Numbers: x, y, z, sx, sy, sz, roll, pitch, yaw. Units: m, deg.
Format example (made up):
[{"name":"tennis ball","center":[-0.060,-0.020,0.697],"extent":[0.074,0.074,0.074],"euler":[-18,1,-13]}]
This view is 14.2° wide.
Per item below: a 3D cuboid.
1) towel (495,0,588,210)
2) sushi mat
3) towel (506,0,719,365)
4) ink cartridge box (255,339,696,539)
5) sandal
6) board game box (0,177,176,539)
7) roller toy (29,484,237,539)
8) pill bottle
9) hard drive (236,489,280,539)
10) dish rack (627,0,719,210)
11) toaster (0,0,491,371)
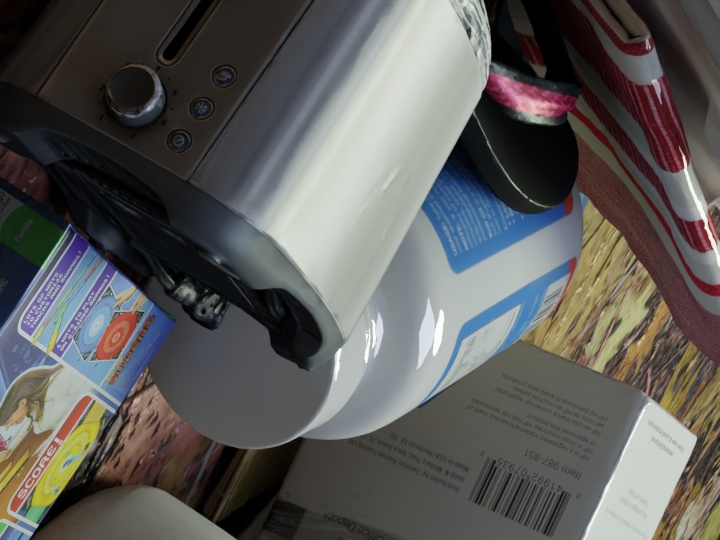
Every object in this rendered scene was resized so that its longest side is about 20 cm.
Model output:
[{"name":"towel","center":[0.090,-0.080,1.303],"extent":[0.112,0.048,0.201],"euler":[-41,152,-53]},{"name":"sushi mat","center":[-0.008,0.020,1.301],"extent":[0.200,0.012,0.096],"euler":[-63,164,19]},{"name":"towel","center":[0.097,-0.063,1.148],"extent":[0.023,0.144,0.200],"euler":[-31,139,-5]},{"name":"ink cartridge box","center":[0.038,0.129,1.283],"extent":[0.201,0.145,0.084],"euler":[-64,152,-6]},{"name":"sandal","center":[0.048,-0.086,1.068],"extent":[0.045,0.075,0.200],"euler":[-19,144,17]},{"name":"board game box","center":[-0.146,0.075,0.962],"extent":[0.200,0.034,0.135],"euler":[-56,163,-6]},{"name":"roller toy","center":[-0.090,0.195,1.161],"extent":[0.200,0.140,0.183],"euler":[-53,163,-12]},{"name":"pill bottle","center":[0.000,0.000,1.114],"extent":[0.200,0.112,0.112],"euler":[-27,146,-60]},{"name":"hard drive","center":[-0.023,0.121,1.398],"extent":[0.200,0.025,0.132],"euler":[-47,168,-33]},{"name":"dish rack","center":[0.118,-0.100,1.125],"extent":[0.043,0.200,0.172],"euler":[-32,177,-3]},{"name":"toaster","center":[-0.030,-0.055,0.924],"extent":[0.129,0.113,0.200],"euler":[-57,162,-8]}]
